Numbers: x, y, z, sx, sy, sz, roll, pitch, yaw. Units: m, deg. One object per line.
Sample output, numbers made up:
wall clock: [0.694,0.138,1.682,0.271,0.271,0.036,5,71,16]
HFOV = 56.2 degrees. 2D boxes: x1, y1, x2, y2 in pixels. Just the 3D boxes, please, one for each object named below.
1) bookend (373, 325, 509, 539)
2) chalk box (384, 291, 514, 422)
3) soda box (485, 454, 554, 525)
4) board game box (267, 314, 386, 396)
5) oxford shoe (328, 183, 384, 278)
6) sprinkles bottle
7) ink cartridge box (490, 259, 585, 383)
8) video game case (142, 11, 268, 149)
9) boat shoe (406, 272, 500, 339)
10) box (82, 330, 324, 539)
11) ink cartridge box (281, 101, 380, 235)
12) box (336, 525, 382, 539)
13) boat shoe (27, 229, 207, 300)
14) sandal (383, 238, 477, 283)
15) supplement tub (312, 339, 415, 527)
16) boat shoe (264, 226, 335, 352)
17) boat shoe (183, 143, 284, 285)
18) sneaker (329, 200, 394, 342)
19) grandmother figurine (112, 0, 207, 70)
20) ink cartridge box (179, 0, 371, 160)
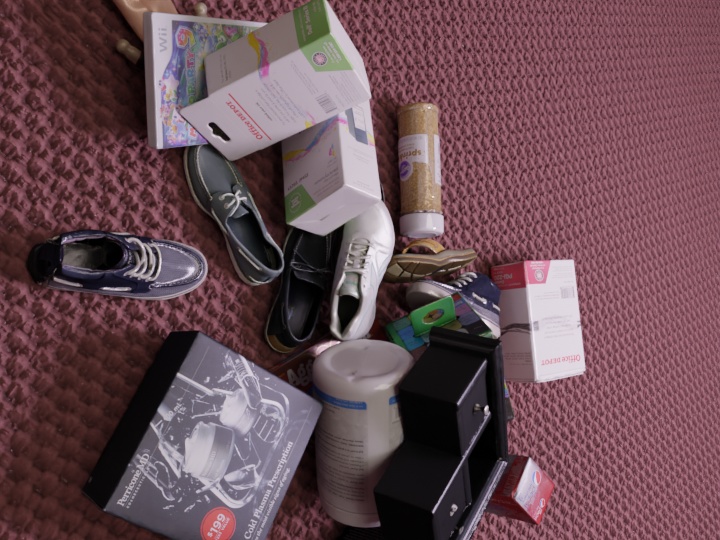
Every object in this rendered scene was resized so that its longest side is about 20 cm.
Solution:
bookend: [0.092,0.207,0.781,0.199,0.091,0.201,-44,134,-45]
chalk box: [0.118,0.122,0.940,0.124,0.124,0.201,-22,116,-5]
soda box: [0.170,0.299,0.960,0.070,0.199,0.064,47,60,-22]
board game box: [-0.036,0.141,0.936,0.199,0.019,0.104,-29,101,-37]
oxford shoe: [0.003,-0.037,0.951,0.072,0.084,0.202,0,85,-40]
sprinkles bottle: [0.092,-0.154,1.046,0.068,0.068,0.202,4,81,-37]
ink cartridge box: [0.310,0.087,1.173,0.145,0.085,0.202,-1,83,-38]
video game case: [-0.175,-0.227,0.811,0.200,0.018,0.145,-23,122,-54]
boat shoe: [0.149,0.037,1.061,0.199,0.074,0.093,32,57,-38]
box: [-0.171,0.198,0.757,0.182,0.104,0.201,35,67,-25]
ink cartridge box: [-0.044,-0.163,0.880,0.067,0.117,0.202,17,57,-41]
box: [0.042,0.410,0.905,0.200,0.104,0.149,-41,109,-34]
boat shoe: [-0.249,-0.006,0.741,0.199,0.092,0.075,-1,85,-38]
sandal: [0.100,-0.022,1.034,0.199,0.080,0.054,-8,71,-42]
supplement tub: [0.006,0.202,0.854,0.131,0.131,0.202,-16,115,-38]
boat shoe: [-0.073,0.011,0.898,0.074,0.062,0.202,27,66,-30]
boat shoe: [-0.153,-0.077,0.846,0.073,0.062,0.201,-31,102,-35]
sneaker: [0.000,0.000,0.888,0.080,0.070,0.202,-18,117,-78]
grandmother figurine: [-0.235,-0.285,0.818,0.121,0.061,0.201,-32,108,-8]
ink cartridge box: [-0.102,-0.218,0.790,0.117,0.199,0.068,45,28,-56]
